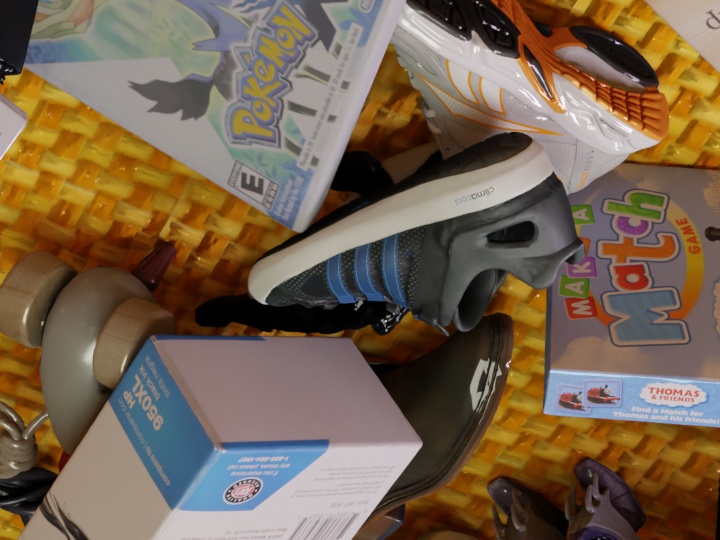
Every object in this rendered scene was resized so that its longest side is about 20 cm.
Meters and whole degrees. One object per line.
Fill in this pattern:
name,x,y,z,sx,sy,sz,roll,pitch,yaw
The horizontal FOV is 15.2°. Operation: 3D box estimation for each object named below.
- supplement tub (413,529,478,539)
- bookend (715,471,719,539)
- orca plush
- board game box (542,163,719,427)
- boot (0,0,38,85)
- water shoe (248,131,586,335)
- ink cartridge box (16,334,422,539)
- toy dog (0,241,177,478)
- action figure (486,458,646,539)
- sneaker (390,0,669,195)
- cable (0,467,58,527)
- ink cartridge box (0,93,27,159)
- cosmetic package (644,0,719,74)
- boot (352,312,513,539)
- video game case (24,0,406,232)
supplement tub,0.003,0.246,1.596,0.122,0.123,0.200,37,127,-28
bookend,0.284,0.138,1.382,0.198,0.200,0.092,11,120,5
orca plush,0.000,0.000,1.385,0.199,0.071,0.105,-20,130,23
board game box,0.191,0.013,1.324,0.199,0.152,0.037,3,135,1
boot,-0.213,-0.182,1.141,0.199,0.169,0.076,21,172,-7
water shoe,0.022,0.000,1.299,0.200,0.071,0.079,-23,97,47
ink cartridge box,-0.085,0.131,1.404,0.144,0.084,0.200,2,132,-45
toy dog,-0.131,0.059,1.446,0.132,0.096,0.200,41,144,10
action figure,0.103,0.188,1.470,0.130,0.200,0.069,-29,115,25
sneaker,0.048,-0.092,1.284,0.200,0.076,0.092,30,128,-22
cable,-0.243,0.160,1.583,0.199,0.051,0.163,25,132,-19
ink cartridge box,-0.270,-0.108,1.240,0.200,0.146,0.086,37,84,-29
cosmetic package,0.172,-0.159,1.198,0.103,0.087,0.200,-33,124,31
boot,0.003,0.079,1.463,0.097,0.075,0.200,20,135,-18
video game case,-0.072,-0.133,1.244,0.182,0.022,0.200,31,135,8
